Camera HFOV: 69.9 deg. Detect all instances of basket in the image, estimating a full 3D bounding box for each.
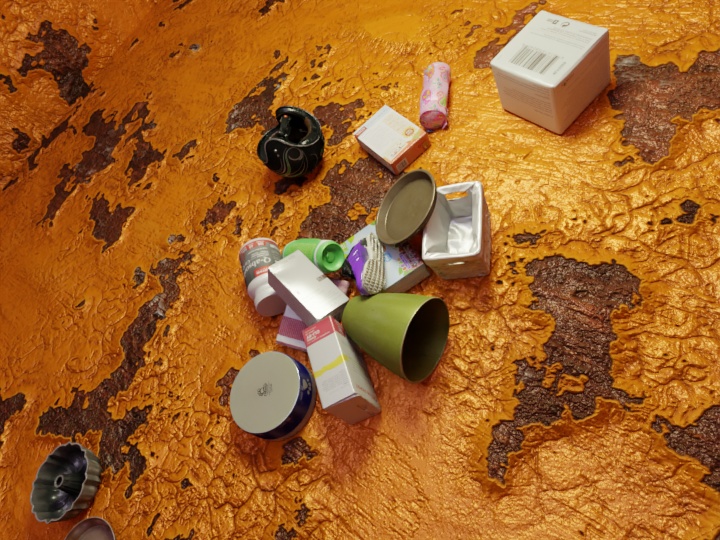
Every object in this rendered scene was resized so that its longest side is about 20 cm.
[{"bbox_3d":[0.229,-0.087,1.204,0.135,0.123,0.200,-6,59,25],"label":"basket"}]

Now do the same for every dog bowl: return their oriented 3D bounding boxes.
[{"bbox_3d":[-0.211,0.299,1.238,0.200,0.079,0.200,-13,57,21],"label":"dog bowl"}]

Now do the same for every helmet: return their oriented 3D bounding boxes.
[{"bbox_3d":[-0.210,-0.376,1.558,0.200,0.191,0.200,6,64,-13],"label":"helmet"}]

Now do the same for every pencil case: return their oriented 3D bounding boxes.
[{"bbox_3d":[0.215,-0.498,1.477,0.087,0.087,0.200,-5,61,25],"label":"pencil case"}]

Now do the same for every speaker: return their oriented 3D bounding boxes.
[{"bbox_3d":[-0.127,-0.038,1.350,0.200,0.088,0.089,4,63,53],"label":"speaker"}]

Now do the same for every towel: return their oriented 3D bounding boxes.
[{"bbox_3d":[-0.121,0.107,1.308,0.144,0.023,0.200,14,75,13],"label":"towel"}]

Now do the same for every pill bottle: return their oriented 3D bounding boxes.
[{"bbox_3d":[-0.257,0.017,1.401,0.116,0.116,0.200,-31,53,9],"label":"pill bottle"}]

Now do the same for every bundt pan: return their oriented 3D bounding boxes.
[{"bbox_3d":[-0.775,0.567,1.378,0.202,0.076,0.202,-13,58,21],"label":"bundt pan"}]

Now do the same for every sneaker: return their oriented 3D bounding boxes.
[{"bbox_3d":[0.000,0.000,1.208,0.099,0.070,0.200,-28,29,24],"label":"sneaker"}]

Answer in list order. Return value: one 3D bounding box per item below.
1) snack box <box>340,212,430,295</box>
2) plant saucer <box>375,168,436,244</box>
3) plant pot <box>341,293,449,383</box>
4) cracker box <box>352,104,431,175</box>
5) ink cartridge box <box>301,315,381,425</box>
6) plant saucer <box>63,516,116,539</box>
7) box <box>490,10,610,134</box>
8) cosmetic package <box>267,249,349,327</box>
[{"bbox_3d":[0.053,-0.024,1.294,0.169,0.068,0.200,-34,51,7],"label":"snack box"},{"bbox_3d":[0.112,-0.149,1.235,0.200,0.029,0.200,-35,41,37],"label":"plant saucer"},{"bbox_3d":[0.062,0.126,1.135,0.200,0.187,0.187,15,71,37],"label":"plant pot"},{"bbox_3d":[0.088,-0.379,1.487,0.134,0.058,0.200,-42,53,-1],"label":"cracker box"},{"bbox_3d":[-0.043,0.224,1.151,0.083,0.145,0.200,-29,53,10],"label":"ink cartridge box"},{"bbox_3d":[-0.667,0.715,1.264,0.200,0.034,0.200,-13,58,22],"label":"plant saucer"},{"bbox_3d":[0.473,-0.490,1.278,0.200,0.171,0.199,-45,52,-3],"label":"box"},{"bbox_3d":[-0.128,0.050,1.246,0.102,0.074,0.200,-33,62,-29],"label":"cosmetic package"}]
